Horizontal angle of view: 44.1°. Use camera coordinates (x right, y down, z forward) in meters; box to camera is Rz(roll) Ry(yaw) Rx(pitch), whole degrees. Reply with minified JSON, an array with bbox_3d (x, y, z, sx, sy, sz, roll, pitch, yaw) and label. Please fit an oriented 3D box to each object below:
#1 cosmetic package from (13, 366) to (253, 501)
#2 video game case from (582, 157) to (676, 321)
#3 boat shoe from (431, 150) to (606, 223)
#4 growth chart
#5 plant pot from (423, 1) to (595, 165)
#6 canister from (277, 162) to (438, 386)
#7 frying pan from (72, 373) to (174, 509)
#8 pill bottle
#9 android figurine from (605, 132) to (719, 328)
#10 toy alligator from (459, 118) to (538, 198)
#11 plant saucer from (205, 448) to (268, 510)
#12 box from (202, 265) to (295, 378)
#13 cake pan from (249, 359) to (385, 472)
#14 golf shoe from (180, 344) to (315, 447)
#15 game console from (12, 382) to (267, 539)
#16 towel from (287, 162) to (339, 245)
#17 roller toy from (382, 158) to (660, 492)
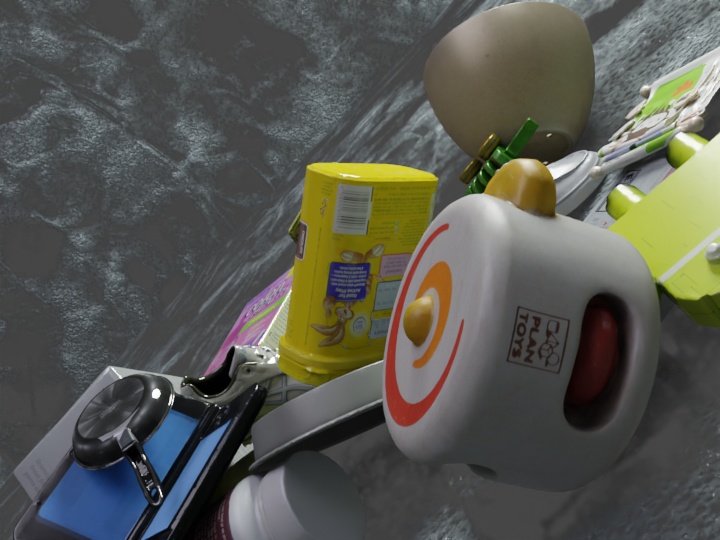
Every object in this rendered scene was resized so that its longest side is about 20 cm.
[{"bbox_3d":[-0.237,0.229,1.005,0.165,0.165,0.200,-47,-22,5],"label":"cosmetic package"},{"bbox_3d":[0.223,-0.017,0.732,0.200,0.022,0.182,-50,14,-9],"label":"video game case"},{"bbox_3d":[0.159,-0.075,0.909,0.200,0.069,0.072,-32,18,1],"label":"boat shoe"},{"bbox_3d":[0.291,-0.154,0.855,0.145,0.018,0.200,-29,15,48],"label":"growth chart"},{"bbox_3d":[0.184,-0.188,1.023,0.200,0.200,0.135,-37,54,39],"label":"plant pot"},{"bbox_3d":[0.000,0.000,0.869,0.086,0.148,0.200,22,109,43],"label":"canister"},{"bbox_3d":[-0.228,0.160,0.822,0.115,0.031,0.190,-26,31,10],"label":"frying pan"},{"bbox_3d":[-0.095,0.251,0.788,0.200,0.114,0.114,-42,16,26],"label":"pill bottle"},{"bbox_3d":[0.246,-0.035,0.613,0.182,0.041,0.200,-41,24,11],"label":"android figurine"},{"bbox_3d":[0.132,-0.085,0.980,0.054,0.059,0.200,-48,-5,-47],"label":"toy alligator"},{"bbox_3d":[-0.114,0.229,0.928,0.200,0.031,0.200,-38,-14,-12],"label":"plant saucer"},{"bbox_3d":[-0.122,0.104,1.287,0.176,0.097,0.200,-36,18,41],"label":"box"},{"bbox_3d":[-0.013,0.126,0.803,0.200,0.037,0.200,-23,-14,-6],"label":"cake pan"},{"bbox_3d":[-0.095,0.112,0.942,0.200,0.097,0.078,-28,30,-8],"label":"golf shoe"},{"bbox_3d":[-0.202,0.178,0.816,0.176,0.116,0.200,-39,18,53],"label":"game console"},{"bbox_3d":[-0.029,-0.050,0.961,0.086,0.018,0.200,-59,-13,-5],"label":"towel"},{"bbox_3d":[0.096,0.045,0.595,0.183,0.140,0.200,-92,23,-48],"label":"roller toy"}]
